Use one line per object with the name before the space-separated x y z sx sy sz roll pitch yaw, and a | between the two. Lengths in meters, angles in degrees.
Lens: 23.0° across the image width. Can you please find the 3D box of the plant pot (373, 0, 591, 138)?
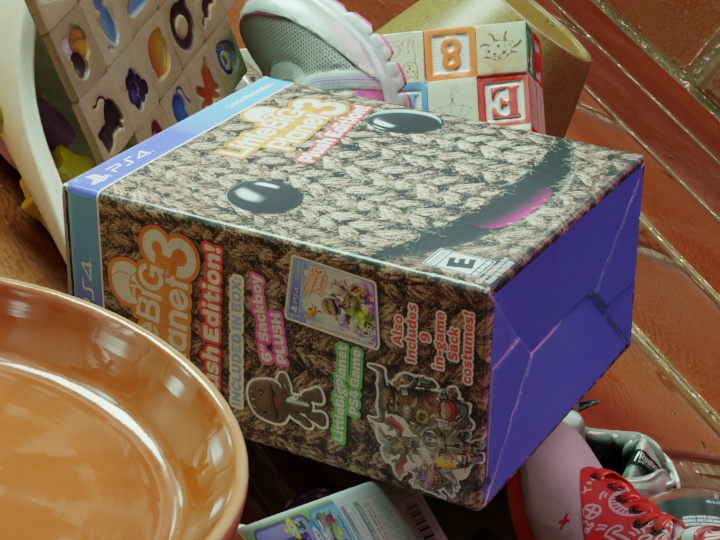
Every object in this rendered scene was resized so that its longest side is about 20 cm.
plant pot | 0.047 -0.081 1.100 0.186 0.200 0.187 36 18 -13

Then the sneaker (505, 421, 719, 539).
sneaker | 0.128 0.123 0.745 0.067 0.108 0.202 36 30 -33

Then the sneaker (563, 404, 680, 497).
sneaker | 0.154 0.140 0.972 0.200 0.081 0.075 34 16 -20

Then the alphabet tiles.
alphabet tiles | -0.105 -0.140 0.849 0.200 0.006 0.167 -64 139 -54

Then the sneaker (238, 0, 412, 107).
sneaker | -0.016 -0.053 0.907 0.088 0.081 0.201 -25 83 -28

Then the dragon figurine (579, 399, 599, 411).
dragon figurine | 0.032 0.048 0.980 0.200 0.059 0.099 35 20 1

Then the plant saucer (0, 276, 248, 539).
plant saucer | -0.136 0.061 0.563 0.199 0.032 0.201 11 26 -6

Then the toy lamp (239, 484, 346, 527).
toy lamp | -0.066 0.105 0.659 0.058 0.058 0.200 48 17 26

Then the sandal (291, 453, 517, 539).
sandal | 0.027 0.104 0.818 0.201 0.080 0.057 41 32 4

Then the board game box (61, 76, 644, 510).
board game box | 0.000 0.000 0.765 0.199 0.097 0.159 14 29 26

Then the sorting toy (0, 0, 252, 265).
sorting toy | -0.125 -0.050 0.865 0.200 0.107 0.181 34 28 -53

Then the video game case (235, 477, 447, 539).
video game case | 0.024 0.174 0.638 0.201 0.022 0.182 61 22 10

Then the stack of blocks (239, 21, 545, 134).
stack of blocks | 0.003 -0.070 1.000 0.199 0.116 0.059 -3 -4 14

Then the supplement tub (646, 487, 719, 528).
supplement tub | 0.162 0.189 0.825 0.107 0.107 0.200 36 19 -8
